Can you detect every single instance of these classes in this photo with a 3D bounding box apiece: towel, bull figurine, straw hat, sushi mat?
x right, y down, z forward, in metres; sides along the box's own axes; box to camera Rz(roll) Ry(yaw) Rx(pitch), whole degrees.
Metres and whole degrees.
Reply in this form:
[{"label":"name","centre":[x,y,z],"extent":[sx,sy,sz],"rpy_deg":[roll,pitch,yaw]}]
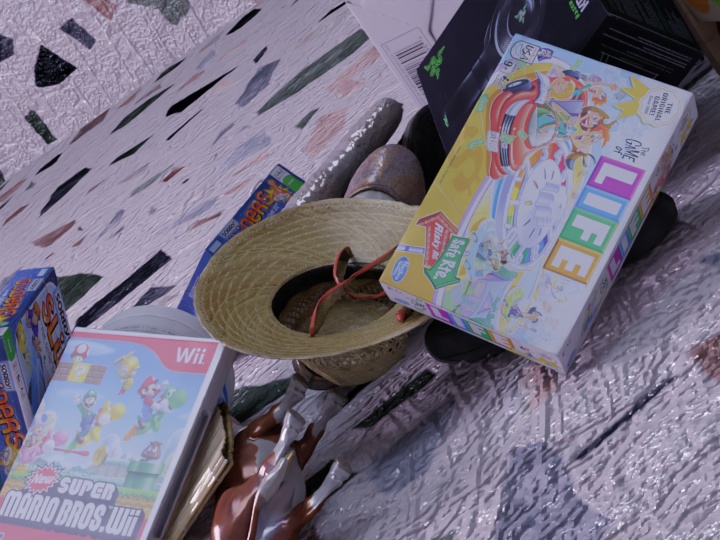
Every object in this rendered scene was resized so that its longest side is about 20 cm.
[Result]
[{"label":"towel","centre":[-0.028,-0.070,1.446],"extent":[0.133,0.034,0.200],"rpy_deg":[-51,1,-18]},{"label":"bull figurine","centre":[-0.064,0.137,1.174],"extent":[0.122,0.065,0.200],"rpy_deg":[-53,18,14]},{"label":"straw hat","centre":[-0.012,0.035,1.220],"extent":[0.200,0.085,0.201],"rpy_deg":[-9,36,7]},{"label":"sushi mat","centre":[-0.144,0.186,1.184],"extent":[0.200,0.012,0.096],"rpy_deg":[-57,16,13]}]

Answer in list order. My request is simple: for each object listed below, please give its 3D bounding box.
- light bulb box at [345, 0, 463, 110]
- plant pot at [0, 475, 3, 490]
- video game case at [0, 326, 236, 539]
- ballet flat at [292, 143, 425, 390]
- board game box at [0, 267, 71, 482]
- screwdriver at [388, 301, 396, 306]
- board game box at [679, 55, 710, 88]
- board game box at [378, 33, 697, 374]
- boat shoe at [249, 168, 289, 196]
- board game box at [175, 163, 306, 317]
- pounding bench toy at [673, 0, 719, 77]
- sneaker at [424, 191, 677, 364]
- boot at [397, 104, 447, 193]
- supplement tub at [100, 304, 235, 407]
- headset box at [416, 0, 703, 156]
[{"label":"light bulb box","centre":[0.123,-0.239,1.569],"extent":[0.125,0.199,0.200],"rpy_deg":[-19,24,42]},{"label":"plant pot","centre":[-0.399,0.208,1.408],"extent":[0.141,0.200,0.141],"rpy_deg":[-48,12,20]},{"label":"video game case","centre":[-0.180,0.133,1.190],"extent":[0.142,0.017,0.201],"rpy_deg":[3,59,32]},{"label":"ballet flat","centre":[0.000,0.000,1.305],"extent":[0.067,0.068,0.201],"rpy_deg":[-16,-56,-84]},{"label":"board game box","centre":[-0.263,0.116,1.406],"extent":[0.034,0.201,0.135],"rpy_deg":[-6,23,11]},{"label":"screwdriver","centre":[0.062,-0.009,1.388],"extent":[0.029,0.028,0.200],"rpy_deg":[4,34,22]},{"label":"board game box","centre":[0.198,-0.136,1.428],"extent":[0.200,0.035,0.126],"rpy_deg":[-40,16,-8]},{"label":"board game box","centre":[0.118,-0.048,1.127],"extent":[0.134,0.034,0.201],"rpy_deg":[22,74,24]},{"label":"boat shoe","centre":[-0.074,-0.059,1.691],"extent":[0.075,0.086,0.202],"rpy_deg":[-45,18,-22]},{"label":"board game box","centre":[-0.123,0.009,1.562],"extent":[0.135,0.034,0.200],"rpy_deg":[-53,-4,-43]},{"label":"pounding bench toy","centre":[0.340,-0.248,1.276],"extent":[0.200,0.124,0.156],"rpy_deg":[-40,16,-9]},{"label":"sneaker","centre":[0.119,-0.012,1.189],"extent":[0.200,0.079,0.075],"rpy_deg":[-36,17,10]},{"label":"boot","centre":[0.020,-0.046,1.450],"extent":[0.150,0.073,0.200],"rpy_deg":[-40,21,34]},{"label":"supplement tub","centre":[-0.180,0.128,1.341],"extent":[0.132,0.132,0.200],"rpy_deg":[-30,19,24]},{"label":"headset box","centre":[0.139,-0.152,1.291],"extent":[0.200,0.092,0.175],"rpy_deg":[-54,34,32]}]
